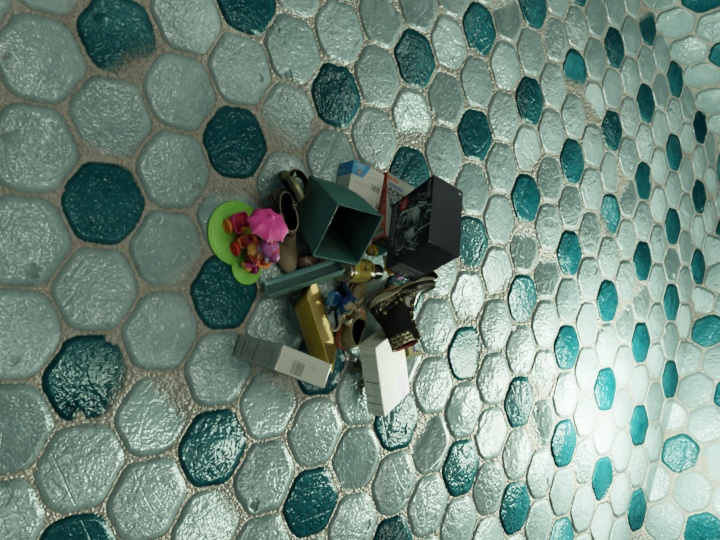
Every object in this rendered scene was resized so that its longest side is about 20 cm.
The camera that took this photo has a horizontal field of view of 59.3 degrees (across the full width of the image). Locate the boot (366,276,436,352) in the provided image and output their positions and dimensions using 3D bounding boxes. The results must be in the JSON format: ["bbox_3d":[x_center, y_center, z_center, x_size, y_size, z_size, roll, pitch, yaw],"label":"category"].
[{"bbox_3d":[0.133,0.114,1.664,0.200,0.074,0.156,-21,66,-14],"label":"boot"}]

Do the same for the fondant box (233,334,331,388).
[{"bbox_3d":[-0.181,0.206,1.449,0.143,0.198,0.059,28,76,-35],"label":"fondant box"}]

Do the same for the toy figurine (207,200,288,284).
[{"bbox_3d":[-0.234,-0.065,1.435,0.149,0.182,0.204,-23,103,-37],"label":"toy figurine"}]

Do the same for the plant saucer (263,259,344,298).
[{"bbox_3d":[-0.137,0.019,1.534,0.196,0.070,0.019,-19,122,-7],"label":"plant saucer"}]

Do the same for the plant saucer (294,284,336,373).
[{"bbox_3d":[-0.113,0.134,1.560,0.048,0.200,0.204,-16,102,4],"label":"plant saucer"}]

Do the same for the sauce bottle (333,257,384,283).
[{"bbox_3d":[0.000,0.000,1.653,0.199,0.064,0.066,2,87,-63],"label":"sauce bottle"}]

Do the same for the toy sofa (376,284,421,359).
[{"bbox_3d":[0.121,0.143,1.790,0.096,0.082,0.204,-15,98,-38],"label":"toy sofa"}]

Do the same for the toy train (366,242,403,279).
[{"bbox_3d":[0.083,-0.056,1.789,0.199,0.055,0.152,41,47,-25],"label":"toy train"}]

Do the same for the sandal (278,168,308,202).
[{"bbox_3d":[-0.150,-0.206,1.510,0.057,0.201,0.080,-36,109,-3],"label":"sandal"}]

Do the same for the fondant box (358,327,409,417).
[{"bbox_3d":[0.067,0.266,1.701,0.144,0.057,0.204,-31,119,-51],"label":"fondant box"}]

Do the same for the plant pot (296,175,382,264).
[{"bbox_3d":[-0.070,-0.139,1.556,0.139,0.201,0.143,11,119,-38],"label":"plant pot"}]

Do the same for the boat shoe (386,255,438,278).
[{"bbox_3d":[0.151,-0.017,1.743,0.199,0.071,0.062,9,57,-46],"label":"boat shoe"}]

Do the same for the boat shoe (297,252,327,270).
[{"bbox_3d":[-0.082,-0.050,1.637,0.198,0.072,0.073,-29,106,-31],"label":"boat shoe"}]

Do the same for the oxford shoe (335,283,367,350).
[{"bbox_3d":[-0.005,0.116,1.685,0.070,0.074,0.204,29,64,-37],"label":"oxford shoe"}]

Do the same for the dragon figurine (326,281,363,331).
[{"bbox_3d":[-0.056,0.091,1.620,0.201,0.098,0.060,-51,153,-40],"label":"dragon figurine"}]

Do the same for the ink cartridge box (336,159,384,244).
[{"bbox_3d":[-0.013,-0.177,1.697,0.115,0.067,0.204,19,76,-37],"label":"ink cartridge box"}]

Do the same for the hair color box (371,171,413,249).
[{"bbox_3d":[0.090,-0.158,1.753,0.110,0.063,0.204,23,59,-37],"label":"hair color box"}]

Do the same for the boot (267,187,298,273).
[{"bbox_3d":[-0.177,-0.094,1.501,0.069,0.146,0.204,-18,95,-20],"label":"boot"}]

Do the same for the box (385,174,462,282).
[{"bbox_3d":[0.163,-0.105,1.618,0.103,0.181,0.203,24,56,-27],"label":"box"}]

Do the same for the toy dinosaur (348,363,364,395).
[{"bbox_3d":[0.020,0.267,1.732,0.100,0.057,0.205,5,89,-55],"label":"toy dinosaur"}]
